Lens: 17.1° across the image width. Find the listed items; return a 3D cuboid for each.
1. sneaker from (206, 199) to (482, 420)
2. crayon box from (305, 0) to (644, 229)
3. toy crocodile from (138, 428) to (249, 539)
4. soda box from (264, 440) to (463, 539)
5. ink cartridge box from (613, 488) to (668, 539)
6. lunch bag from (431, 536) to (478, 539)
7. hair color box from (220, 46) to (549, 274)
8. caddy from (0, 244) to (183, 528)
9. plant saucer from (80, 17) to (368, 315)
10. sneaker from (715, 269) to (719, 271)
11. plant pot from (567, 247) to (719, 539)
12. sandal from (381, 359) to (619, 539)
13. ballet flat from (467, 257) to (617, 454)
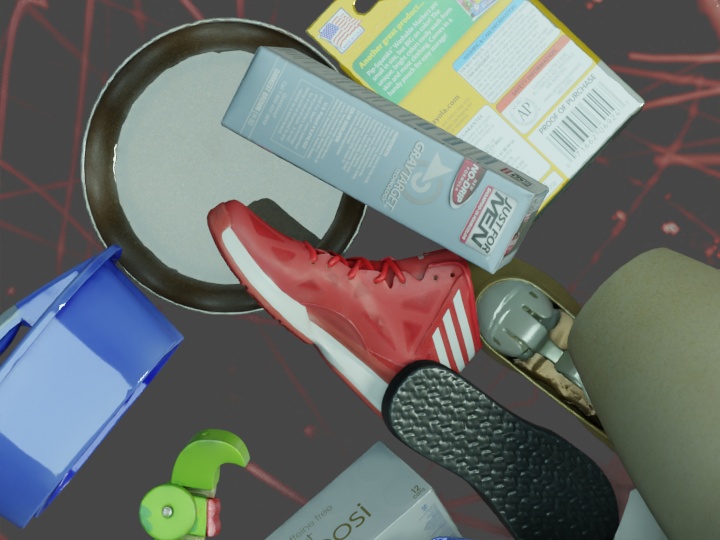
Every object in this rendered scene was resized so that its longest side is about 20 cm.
[{"bbox_3d":[0.000,0.000,1.574,0.115,0.078,0.200,-43,111,8],"label":"sneaker"},{"bbox_3d":[0.077,-0.135,1.618,0.200,0.052,0.126,44,91,4],"label":"crayon box"},{"bbox_3d":[-0.123,0.203,1.606,0.062,0.068,0.201,13,88,4],"label":"toy crocodile"},{"bbox_3d":[-0.033,0.209,1.573,0.200,0.064,0.068,-40,43,-10],"label":"soda box"},{"bbox_3d":[0.248,0.235,1.566,0.199,0.067,0.117,22,66,4],"label":"ink cartridge box"},{"bbox_3d":[0.134,0.263,1.472,0.199,0.124,0.171,0,120,20],"label":"lunch bag"},{"bbox_3d":[0.018,-0.073,1.547,0.200,0.099,0.061,28,99,7],"label":"hair color box"},{"bbox_3d":[-0.208,0.074,1.581,0.105,0.141,0.200,39,90,1],"label":"caddy"},{"bbox_3d":[-0.090,-0.071,1.629,0.199,0.032,0.201,0,93,4],"label":"plant saucer"},{"bbox_3d":[0.293,0.089,1.584,0.200,0.071,0.099,39,85,0],"label":"sneaker"},{"bbox_3d":[0.229,0.084,1.497,0.187,0.187,0.200,-43,65,1],"label":"plant pot"},{"bbox_3d":[0.096,0.125,1.593,0.200,0.048,0.075,41,89,-19],"label":"sandal"},{"bbox_3d":[0.134,0.052,1.600,0.200,0.063,0.069,37,92,5],"label":"ballet flat"}]
